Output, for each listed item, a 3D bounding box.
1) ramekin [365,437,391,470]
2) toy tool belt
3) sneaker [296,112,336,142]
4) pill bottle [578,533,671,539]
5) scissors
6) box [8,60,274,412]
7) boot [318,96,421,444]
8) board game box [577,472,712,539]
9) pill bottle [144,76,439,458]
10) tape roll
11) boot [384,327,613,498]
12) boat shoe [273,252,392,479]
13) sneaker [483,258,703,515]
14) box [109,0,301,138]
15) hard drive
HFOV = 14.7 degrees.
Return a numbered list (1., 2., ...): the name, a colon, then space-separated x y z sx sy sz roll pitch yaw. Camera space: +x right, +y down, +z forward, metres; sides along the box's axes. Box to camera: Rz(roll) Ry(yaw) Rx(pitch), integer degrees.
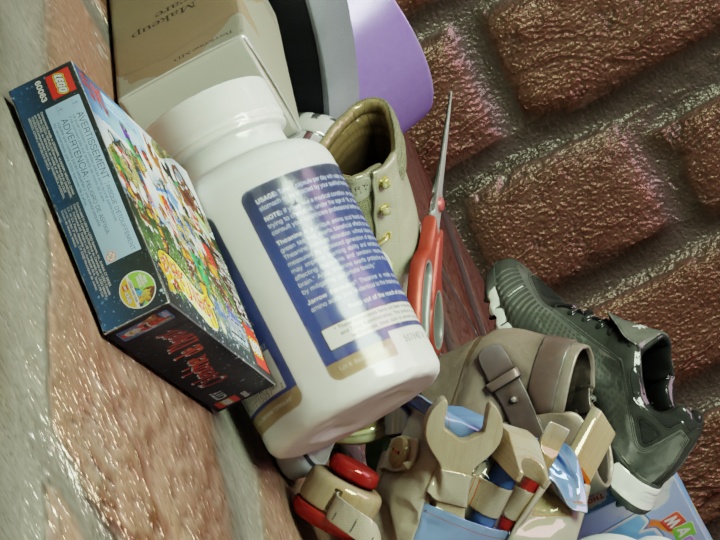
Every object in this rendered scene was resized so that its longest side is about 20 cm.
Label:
1. ramekin: 0.107 0.149 1.921 0.200 0.199 0.098 58 15 -47
2. toy tool belt: 0.060 0.115 1.655 0.199 0.123 0.125 23 6 -38
3. sneaker: -0.039 -0.001 1.955 0.116 0.075 0.201 -60 143 -51
4. pill bottle: 0.137 0.235 1.760 0.200 0.111 0.111 -25 89 -45
5. scissors: 0.049 -0.036 1.875 0.073 0.014 0.201 45 48 -66
6. box: -0.109 -0.013 1.441 0.137 0.038 0.200 66 6 18
7. boot: 0.000 0.000 1.846 0.201 0.072 0.155 -75 161 -45
8. board game box: 0.139 0.209 1.881 0.152 0.199 0.037 58 10 -43
9. pill bottle: -0.046 -0.004 1.589 0.201 0.111 0.111 62 6 11
10. tape roll: -0.042 -0.169 2.080 0.200 0.085 0.200 45 -18 19
11. boot: 0.090 0.138 1.773 0.070 0.145 0.201 0 83 -63
12. boat shoe: -0.005 0.049 1.696 0.202 0.086 0.075 -74 142 -59
13. sneaker: 0.157 0.056 1.814 0.066 0.091 0.200 16 35 -54
14. box: -0.101 -0.134 1.768 0.078 0.095 0.200 60 6 -26
15. hard drive: -0.076 -0.177 1.916 0.201 0.134 0.042 78 25 -47
